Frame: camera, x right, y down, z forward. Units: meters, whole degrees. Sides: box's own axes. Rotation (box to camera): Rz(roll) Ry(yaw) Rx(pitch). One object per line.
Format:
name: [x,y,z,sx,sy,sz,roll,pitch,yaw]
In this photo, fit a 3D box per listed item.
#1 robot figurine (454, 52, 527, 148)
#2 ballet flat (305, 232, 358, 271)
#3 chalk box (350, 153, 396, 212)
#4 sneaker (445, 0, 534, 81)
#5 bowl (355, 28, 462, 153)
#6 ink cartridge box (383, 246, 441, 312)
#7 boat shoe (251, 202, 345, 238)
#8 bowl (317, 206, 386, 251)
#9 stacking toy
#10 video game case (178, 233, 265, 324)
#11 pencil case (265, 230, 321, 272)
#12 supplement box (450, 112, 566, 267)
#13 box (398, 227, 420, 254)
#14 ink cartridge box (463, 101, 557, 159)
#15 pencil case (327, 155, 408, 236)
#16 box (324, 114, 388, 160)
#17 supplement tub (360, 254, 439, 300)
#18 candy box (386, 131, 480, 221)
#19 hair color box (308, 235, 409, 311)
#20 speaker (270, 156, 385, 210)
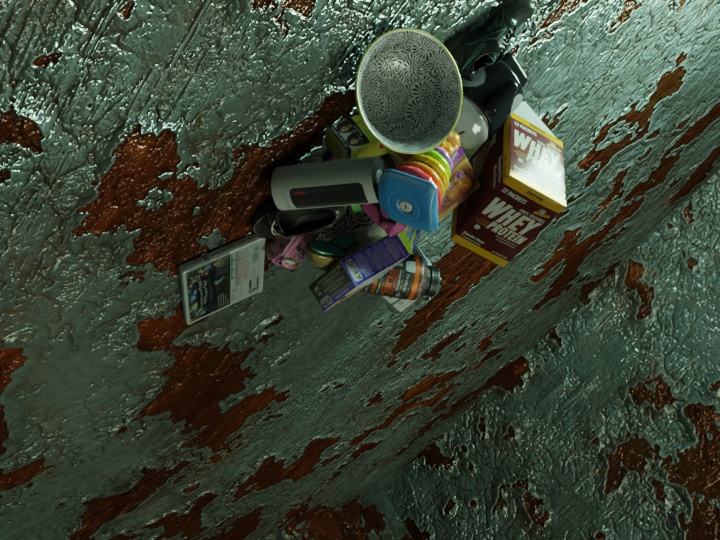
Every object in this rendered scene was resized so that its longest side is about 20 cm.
robot figurine: [0.228,-0.325,1.536,0.200,0.124,0.151,-47,163,-15]
ballet flat: [-0.057,-0.027,1.588,0.199,0.068,0.064,-21,139,-65]
chalk box: [0.069,-0.174,1.617,0.198,0.124,0.125,-34,157,-5]
sneaker: [0.244,-0.418,1.472,0.199,0.080,0.076,-37,156,-2]
bowl: [0.064,-0.297,1.366,0.198,0.204,0.094,-26,-166,-21]
ink cartridge box: [0.109,0.010,2.050,0.144,0.084,0.200,-38,156,4]
boat shoe: [-0.122,-0.097,1.499,0.197,0.068,0.057,-14,-154,19]
bowl: [-0.007,-0.070,1.743,0.199,0.095,0.202,-29,154,-15]
stacking toy: [0.121,-0.176,1.397,0.201,0.108,0.117,-55,153,-32]
video game case: [-0.277,0.017,1.628,0.180,0.023,0.201,-26,154,-23]
pencil case: [-0.106,-0.092,1.582,0.082,0.087,0.201,8,129,-48]
supplement box: [0.290,-0.159,1.595,0.131,0.199,0.200,25,136,-15]
box: [0.103,-0.123,1.781,0.200,0.047,0.124,62,45,-65]
ink cartridge box: [0.314,-0.244,1.792,0.144,0.146,0.201,-17,150,-34]
pencil case: [0.027,-0.159,1.503,0.094,0.200,0.090,-53,162,24]
box: [0.035,-0.256,1.489,0.198,0.076,0.050,-23,151,-25]
supplement tub: [0.083,0.010,1.885,0.196,0.108,0.108,9,142,-10]
candy box: [0.134,-0.197,1.498,0.116,0.056,0.201,-40,130,-4]
hair color box: [0.000,0.000,1.604,0.109,0.065,0.199,-38,173,40]
speaker: [-0.057,-0.153,1.425,0.196,0.083,0.081,-2,165,21]
